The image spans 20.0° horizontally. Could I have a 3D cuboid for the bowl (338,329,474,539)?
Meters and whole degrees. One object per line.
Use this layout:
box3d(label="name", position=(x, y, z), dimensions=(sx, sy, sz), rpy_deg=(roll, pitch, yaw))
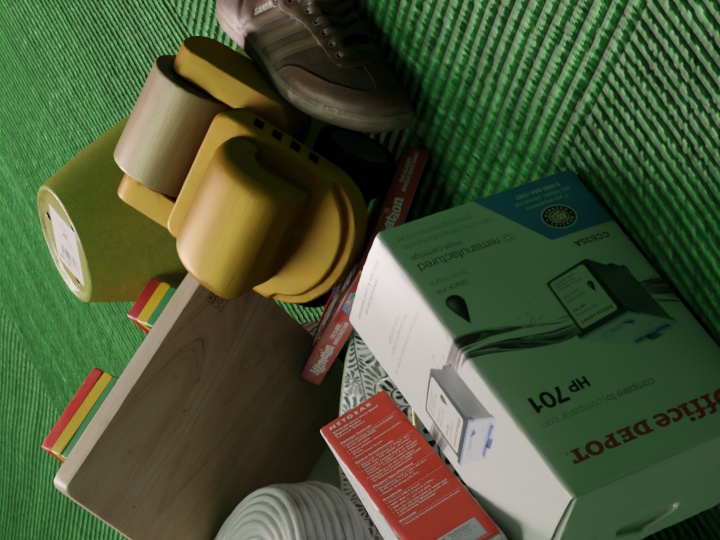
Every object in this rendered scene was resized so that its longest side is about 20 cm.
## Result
box3d(label="bowl", position=(0.053, 0.121, 1.389), dimensions=(0.201, 0.094, 0.201), rpy_deg=(180, 90, -75))

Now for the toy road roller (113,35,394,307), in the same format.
box3d(label="toy road roller", position=(-0.087, -0.058, 1.368), dimensions=(0.200, 0.146, 0.123), rpy_deg=(32, 112, 13))

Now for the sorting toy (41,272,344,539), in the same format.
box3d(label="sorting toy", position=(-0.122, 0.112, 1.505), dimensions=(0.070, 0.200, 0.199), rpy_deg=(19, 162, 44))

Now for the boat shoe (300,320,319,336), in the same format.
box3d(label="boat shoe", position=(-0.077, 0.088, 1.709), dimensions=(0.200, 0.074, 0.073), rpy_deg=(-2, 109, 68))

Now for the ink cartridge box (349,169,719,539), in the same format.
box3d(label="ink cartridge box", position=(0.110, 0.054, 1.155), dimensions=(0.200, 0.146, 0.086), rpy_deg=(53, 147, 30))

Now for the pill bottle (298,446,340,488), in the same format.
box3d(label="pill bottle", position=(-0.022, 0.208, 1.653), dimensions=(0.109, 0.109, 0.200), rpy_deg=(55, 154, 28))

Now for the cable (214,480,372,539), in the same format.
box3d(label="cable", position=(-0.054, 0.244, 1.425), dimensions=(0.200, 0.069, 0.200), rpy_deg=(-114, 40, -54))

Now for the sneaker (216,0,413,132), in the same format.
box3d(label="sneaker", position=(-0.034, -0.165, 1.383), dimensions=(0.200, 0.070, 0.076), rpy_deg=(40, 130, 37))

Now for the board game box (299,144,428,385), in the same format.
box3d(label="board game box", position=(0.000, 0.000, 1.437), dimensions=(0.019, 0.103, 0.200), rpy_deg=(21, 153, -5))

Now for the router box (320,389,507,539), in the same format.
box3d(label="router box", position=(0.066, 0.192, 1.211), dimensions=(0.200, 0.049, 0.180), rpy_deg=(61, 173, -30))

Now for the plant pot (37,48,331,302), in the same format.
box3d(label="plant pot", position=(-0.133, -0.053, 1.538), dimensions=(0.187, 0.200, 0.187), rpy_deg=(48, 151, 38))
